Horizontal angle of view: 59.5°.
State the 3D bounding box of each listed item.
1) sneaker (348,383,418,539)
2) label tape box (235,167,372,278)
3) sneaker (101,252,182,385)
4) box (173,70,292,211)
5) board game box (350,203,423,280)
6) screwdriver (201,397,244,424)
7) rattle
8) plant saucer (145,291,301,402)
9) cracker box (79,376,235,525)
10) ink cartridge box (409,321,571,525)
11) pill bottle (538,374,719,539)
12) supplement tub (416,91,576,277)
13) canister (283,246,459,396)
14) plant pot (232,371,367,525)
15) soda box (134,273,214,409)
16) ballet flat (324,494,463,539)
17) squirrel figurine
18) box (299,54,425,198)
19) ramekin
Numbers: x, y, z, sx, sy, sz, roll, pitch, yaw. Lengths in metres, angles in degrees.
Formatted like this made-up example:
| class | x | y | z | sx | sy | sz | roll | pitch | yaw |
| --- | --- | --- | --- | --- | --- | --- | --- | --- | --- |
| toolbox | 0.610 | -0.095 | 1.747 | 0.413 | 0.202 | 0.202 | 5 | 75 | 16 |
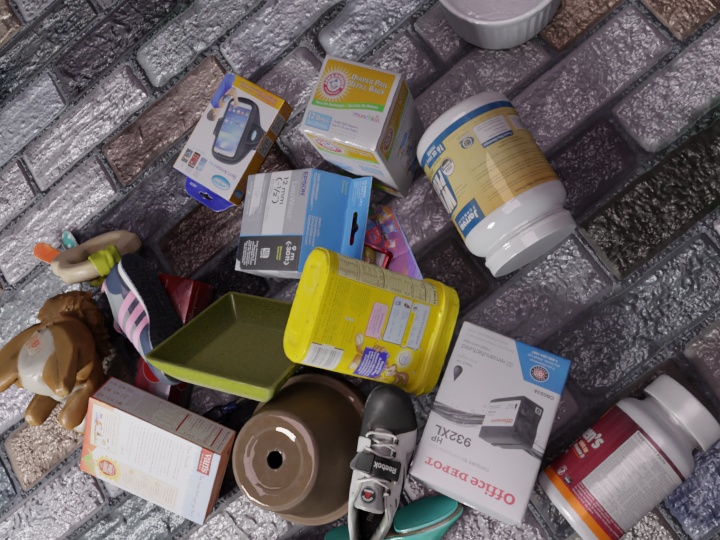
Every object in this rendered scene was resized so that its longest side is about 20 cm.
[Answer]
| class | x | y | z | sx | sy | sz | roll | pitch | yaw |
| --- | --- | --- | --- | --- | --- | --- | --- | --- | --- |
| sneaker | 0.024 | 0.240 | 0.745 | 0.072 | 0.088 | 0.205 | 8 | 98 | 8 |
| label tape box | -0.084 | -0.065 | 0.886 | 0.197 | 0.065 | 0.147 | 1 | 80 | 42 |
| sneaker | -0.306 | 0.081 | 0.890 | 0.082 | 0.070 | 0.203 | -37 | 69 | 25 |
| box | -0.206 | -0.198 | 0.990 | 0.118 | 0.041 | 0.203 | 29 | 87 | 17 |
| board game box | 0.000 | 0.000 | 0.902 | 0.155 | 0.039 | 0.204 | -25 | 75 | 9 |
| screwdriver | -0.167 | 0.188 | 0.923 | 0.197 | 0.028 | 0.029 | -30 | 105 | 7 |
| rattle | -0.425 | 0.011 | 1.017 | 0.196 | 0.144 | 0.132 | -7 | 46 | 28 |
| plant saucer | -0.152 | 0.106 | 0.859 | 0.196 | 0.200 | 0.049 | 8 | 117 | 22 |
| cracker box | -0.283 | 0.251 | 0.878 | 0.196 | 0.058 | 0.136 | 23 | 116 | 5 |
| ink cartridge box | 0.161 | 0.189 | 0.787 | 0.142 | 0.084 | 0.203 | 19 | 73 | 15 |
| pill bottle | 0.318 | 0.225 | 0.748 | 0.200 | 0.109 | 0.110 | -43 | 74 | 4 |
| supplement tub | 0.176 | -0.111 | 0.822 | 0.143 | 0.145 | 0.203 | -30 | 74 | 8 |
| canister | 0.014 | 0.065 | 0.803 | 0.197 | 0.086 | 0.152 | 18 | 91 | -28 |
| plant pot | -0.079 | 0.234 | 0.816 | 0.195 | 0.175 | 0.206 | -2 | 79 | 13 |
| soda box | -0.280 | 0.113 | 0.941 | 0.062 | 0.070 | 0.205 | 9 | 83 | 16 |
| ballet flat | 0.049 | 0.354 | 0.827 | 0.196 | 0.067 | 0.072 | -21 | 100 | 10 |
| squirrel figurine | -0.411 | 0.140 | 0.929 | 0.138 | 0.188 | 0.204 | -9 | 53 | 13 |
| box | 0.011 | -0.186 | 0.847 | 0.110 | 0.200 | 0.104 | 19 | 85 | 16 |
| ramekin | 0.199 | -0.419 | 0.892 | 0.195 | 0.098 | 0.206 | -3 | 80 | 15 |
